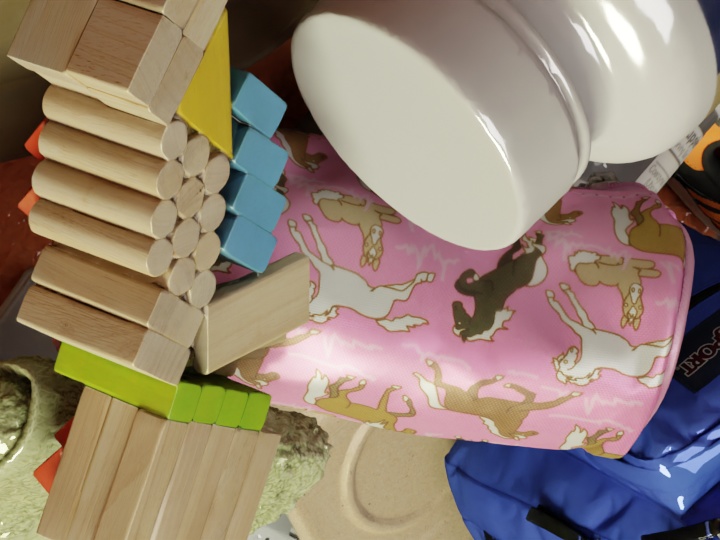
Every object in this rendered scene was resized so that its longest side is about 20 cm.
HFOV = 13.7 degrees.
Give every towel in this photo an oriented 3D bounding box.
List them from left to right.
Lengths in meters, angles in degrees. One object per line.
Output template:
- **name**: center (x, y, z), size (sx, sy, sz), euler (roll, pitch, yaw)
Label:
- **towel**: center (-0.119, 0.087, 0.979), size (0.148, 0.037, 0.200), euler (14, 144, -44)

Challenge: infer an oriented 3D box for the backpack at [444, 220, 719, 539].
- **backpack**: center (0.141, 0.087, 1.086), size (0.162, 0.200, 0.168), euler (-40, 131, -15)

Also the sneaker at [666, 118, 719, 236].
- **sneaker**: center (0.166, -0.036, 1.151), size (0.200, 0.090, 0.070), euler (30, 97, -45)

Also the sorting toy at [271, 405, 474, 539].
- **sorting toy**: center (0.053, 0.065, 1.167), size (0.185, 0.036, 0.200), euler (-40, 130, -16)

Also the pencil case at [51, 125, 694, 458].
- **pencil case**: center (0.000, 0.000, 0.933), size (0.200, 0.087, 0.083), euler (10, 126, -9)

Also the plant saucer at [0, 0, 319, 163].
- **plant saucer**: center (-0.105, -0.075, 0.880), size (0.200, 0.030, 0.200), euler (-15, 166, -4)

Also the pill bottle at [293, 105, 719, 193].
- **pill bottle**: center (0.057, -0.060, 1.033), size (0.200, 0.113, 0.113), euler (-51, 136, 0)

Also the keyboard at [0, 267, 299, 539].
- **keyboard**: center (-0.068, 0.057, 1.086), size (0.200, 0.011, 0.056), euler (31, 91, -46)

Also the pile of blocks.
- **pile of blocks**: center (-0.063, -0.007, 0.854), size (0.082, 0.062, 0.200), euler (-23, 124, -47)

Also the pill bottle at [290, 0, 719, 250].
- **pill bottle**: center (0.077, -0.103, 0.898), size (0.200, 0.120, 0.120), euler (-45, 137, -23)
